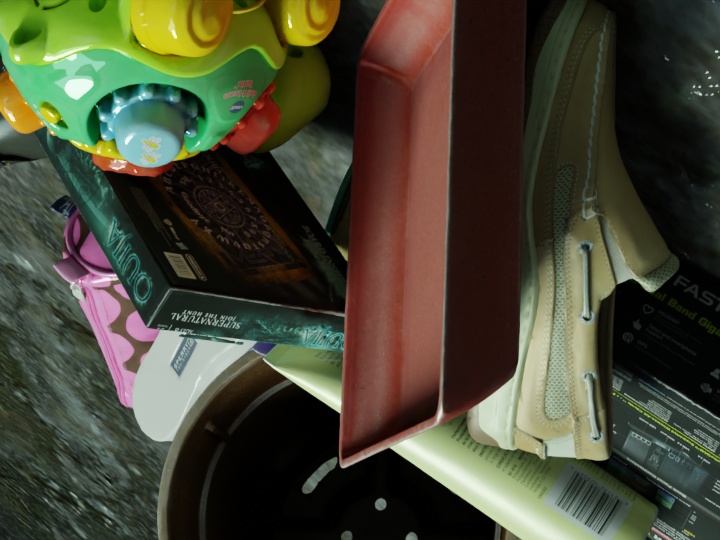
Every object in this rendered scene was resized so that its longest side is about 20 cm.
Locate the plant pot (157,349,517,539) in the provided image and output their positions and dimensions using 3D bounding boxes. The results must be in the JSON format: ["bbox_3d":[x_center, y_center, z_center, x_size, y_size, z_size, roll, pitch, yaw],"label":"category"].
[{"bbox_3d":[0.001,0.151,0.929,0.200,0.201,0.198,34,173,15],"label":"plant pot"}]

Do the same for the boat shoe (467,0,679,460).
[{"bbox_3d":[0.095,-0.013,0.642,0.076,0.072,0.201,13,119,17],"label":"boat shoe"}]

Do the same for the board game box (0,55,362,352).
[{"bbox_3d":[-0.085,-0.040,0.764,0.135,0.028,0.200,11,-146,-43],"label":"board game box"}]

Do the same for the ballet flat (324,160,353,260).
[{"bbox_3d":[0.000,0.000,0.851,0.063,0.069,0.200,27,156,-2],"label":"ballet flat"}]

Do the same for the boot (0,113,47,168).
[{"bbox_3d":[-0.254,-0.071,1.006,0.199,0.138,0.078,13,143,44],"label":"boot"}]

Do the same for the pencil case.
[{"bbox_3d":[-0.147,0.026,1.064,0.090,0.094,0.201,28,152,25],"label":"pencil case"}]

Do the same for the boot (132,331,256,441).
[{"bbox_3d":[-0.074,0.033,1.013,0.073,0.090,0.200,57,133,21],"label":"boot"}]

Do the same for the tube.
[{"bbox_3d":[0.050,0.081,0.763,0.199,0.052,0.058,34,177,7],"label":"tube"}]

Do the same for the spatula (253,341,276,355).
[{"bbox_3d":[0.036,0.080,0.809,0.199,0.021,0.057,31,-169,0],"label":"spatula"}]

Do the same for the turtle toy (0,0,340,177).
[{"bbox_3d":[-0.084,-0.098,0.705,0.145,0.199,0.102,17,108,33],"label":"turtle toy"}]

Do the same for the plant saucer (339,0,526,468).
[{"bbox_3d":[0.029,-0.026,0.637,0.036,0.202,0.200,5,167,-10],"label":"plant saucer"}]

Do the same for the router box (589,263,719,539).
[{"bbox_3d":[0.126,0.053,0.756,0.199,0.062,0.150,33,153,17],"label":"router box"}]
